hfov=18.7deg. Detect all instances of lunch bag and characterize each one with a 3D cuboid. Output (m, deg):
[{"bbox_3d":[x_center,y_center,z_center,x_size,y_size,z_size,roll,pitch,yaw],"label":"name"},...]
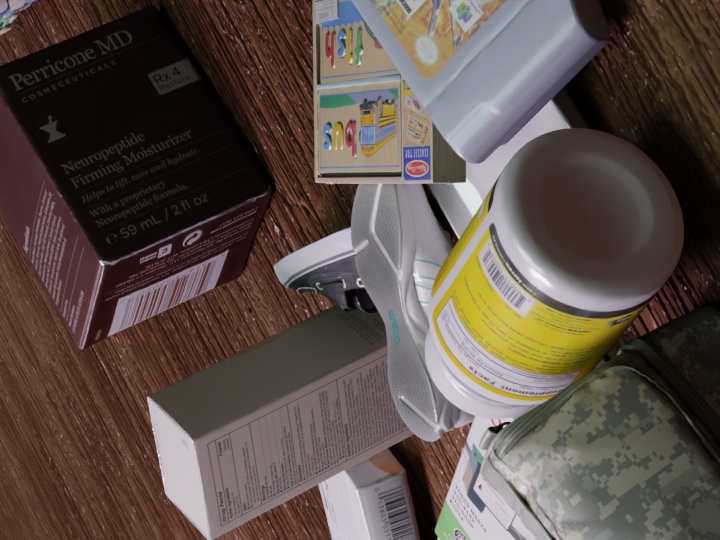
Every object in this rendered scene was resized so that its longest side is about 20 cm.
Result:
[{"bbox_3d":[0.183,0.144,1.262,0.200,0.167,0.140,53,153,24],"label":"lunch bag"}]

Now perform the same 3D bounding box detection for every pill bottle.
[{"bbox_3d":[0.106,0.010,1.297,0.113,0.112,0.200,58,153,16],"label":"pill bottle"}]

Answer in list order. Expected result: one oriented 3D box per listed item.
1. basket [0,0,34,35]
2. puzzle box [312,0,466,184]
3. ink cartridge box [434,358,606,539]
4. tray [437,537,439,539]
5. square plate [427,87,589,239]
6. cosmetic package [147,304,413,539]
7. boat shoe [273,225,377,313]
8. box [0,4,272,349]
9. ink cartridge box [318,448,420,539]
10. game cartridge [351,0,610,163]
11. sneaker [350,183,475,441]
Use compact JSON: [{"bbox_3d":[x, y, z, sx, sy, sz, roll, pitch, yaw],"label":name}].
[{"bbox_3d":[-0.402,-0.270,2.038,0.199,0.176,0.140,9,124,48],"label":"basket"},{"bbox_3d":[0.016,-0.122,1.430,0.200,0.025,0.134,-176,85,-67],"label":"puzzle box"},{"bbox_3d":[0.136,0.162,1.469,0.146,0.084,0.200,52,152,25],"label":"ink cartridge box"},{"bbox_3d":[0.123,0.283,1.679,0.200,0.022,0.108,49,150,33],"label":"tray"},{"bbox_3d":[0.099,-0.071,1.400,0.201,0.028,0.198,61,155,11],"label":"square plate"},{"bbox_3d":[-0.054,0.109,1.659,0.073,0.199,0.104,39,144,45],"label":"cosmetic package"},{"bbox_3d":[0.000,0.000,1.623,0.200,0.070,0.067,-22,91,58],"label":"boat shoe"},{"bbox_3d":[-0.203,-0.076,1.828,0.200,0.165,0.164,57,155,16],"label":"box"},{"bbox_3d":[0.006,0.202,1.837,0.200,0.050,0.163,-124,19,-65],"label":"ink cartridge box"},{"bbox_3d":[0.058,-0.182,1.300,0.133,0.041,0.200,-47,65,33],"label":"game cartridge"},{"bbox_3d":[0.049,0.012,1.514,0.070,0.080,0.201,0,105,61],"label":"sneaker"}]
